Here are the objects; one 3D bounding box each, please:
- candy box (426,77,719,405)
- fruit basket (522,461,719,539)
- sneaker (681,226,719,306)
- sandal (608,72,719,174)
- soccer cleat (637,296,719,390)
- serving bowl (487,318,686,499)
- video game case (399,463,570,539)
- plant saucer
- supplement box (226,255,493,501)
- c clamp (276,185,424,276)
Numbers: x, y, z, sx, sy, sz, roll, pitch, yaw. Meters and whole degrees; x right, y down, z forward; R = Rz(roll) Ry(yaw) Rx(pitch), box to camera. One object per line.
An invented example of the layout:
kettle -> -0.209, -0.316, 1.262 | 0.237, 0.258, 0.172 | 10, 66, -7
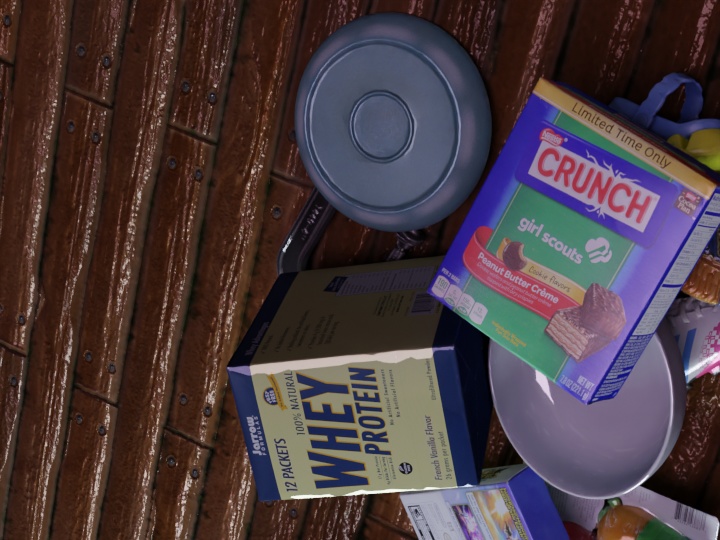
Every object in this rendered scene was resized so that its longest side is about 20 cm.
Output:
candy box -> 0.175, -0.024, 1.078 | 0.168, 0.077, 0.202 | 35, 106, 23
fruit basket -> 0.236, 0.274, 1.291 | 0.198, 0.093, 0.188 | 22, 118, 34
sneaker -> 0.263, -0.021, 1.142 | 0.198, 0.088, 0.076 | 20, 92, 17
sandal -> 0.225, -0.108, 1.151 | 0.198, 0.079, 0.088 | -14, 70, 34
soccer cleat -> 0.284, 0.053, 1.178 | 0.086, 0.070, 0.200 | 43, 121, 4
serving bowl -> 0.205, 0.091, 1.177 | 0.199, 0.065, 0.203 | 14, 110, 44
video game case -> 0.140, 0.290, 1.301 | 0.181, 0.045, 0.202 | -20, 95, 57
plant saucer -> 0.023, -0.133, 1.238 | 0.198, 0.027, 0.203 | 6, 104, 23
supplement box -> 0.010, 0.091, 1.214 | 0.197, 0.200, 0.136 | -6, 112, 14
c clamp -> 0.000, 0.000, 1.319 | 0.170, 0.027, 0.202 | 35, 122, 15
